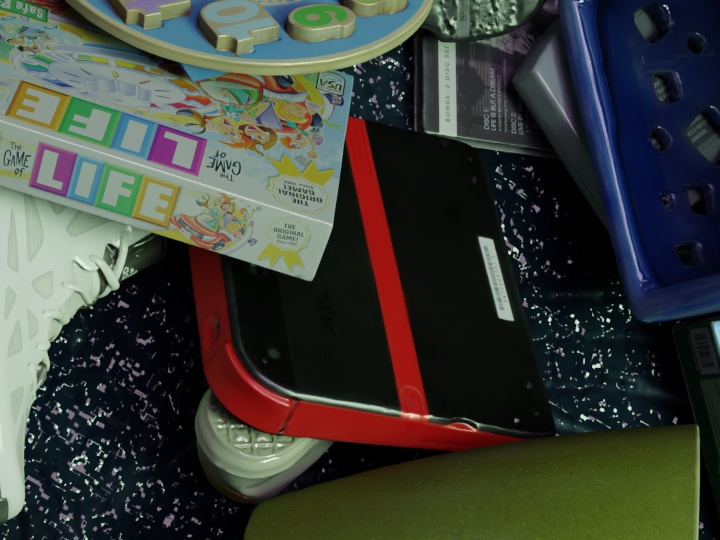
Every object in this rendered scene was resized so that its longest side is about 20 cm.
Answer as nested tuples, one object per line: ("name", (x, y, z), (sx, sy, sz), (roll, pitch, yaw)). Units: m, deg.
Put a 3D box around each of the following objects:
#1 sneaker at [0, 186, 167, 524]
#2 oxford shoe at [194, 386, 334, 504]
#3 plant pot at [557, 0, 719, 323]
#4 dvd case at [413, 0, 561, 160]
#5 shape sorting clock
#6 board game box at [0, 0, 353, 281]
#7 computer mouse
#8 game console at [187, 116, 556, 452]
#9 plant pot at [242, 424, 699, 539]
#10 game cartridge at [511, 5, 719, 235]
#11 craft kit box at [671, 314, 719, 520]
("sneaker", (-0.140, 0.015, 0.791), (0.115, 0.076, 0.202), (0, 74, -23))
("oxford shoe", (-0.017, 0.046, 0.855), (0.075, 0.058, 0.200), (37, 46, 13))
("plant pot", (0.244, -0.093, 0.883), (0.179, 0.200, 0.201), (-5, 79, -34))
("dvd case", (0.121, -0.135, 0.988), (0.199, 0.016, 0.150), (6, 75, -24))
("shape sorting clock", (-0.059, -0.160, 0.845), (0.198, 0.039, 0.201), (5, 44, -4))
("board game box", (-0.105, -0.075, 0.793), (0.199, 0.034, 0.135), (17, 35, -8))
("computer mouse", (0.007, -0.154, 0.922), (0.198, 0.034, 0.059), (-1, 107, -13))
("game console", (0.000, 0.000, 0.849), (0.176, 0.031, 0.201), (11, 48, -27))
("plant pot", (0.048, 0.157, 0.779), (0.198, 0.187, 0.189), (3, 71, 10))
("game cartridge", (0.181, -0.115, 0.984), (0.200, 0.041, 0.134), (-34, 97, -29))
("craft kit box", (0.286, 0.104, 0.974), (0.196, 0.048, 0.201), (-13, 89, -25))
